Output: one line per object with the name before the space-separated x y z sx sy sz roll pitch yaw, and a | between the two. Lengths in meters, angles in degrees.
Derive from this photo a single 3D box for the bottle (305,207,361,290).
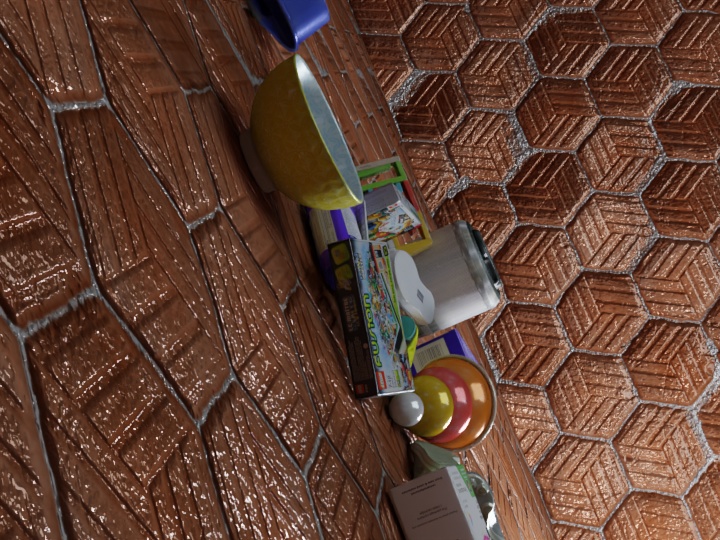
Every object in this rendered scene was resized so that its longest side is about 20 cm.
bottle | -0.038 -0.065 1.695 0.084 0.065 0.201 60 10 -49

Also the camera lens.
camera lens | 0.129 0.018 2.067 0.160 0.199 0.161 -23 90 -81

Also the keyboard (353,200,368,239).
keyboard | 0.000 0.000 1.697 0.056 0.011 0.201 132 -41 -53

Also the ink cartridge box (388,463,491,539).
ink cartridge box | 0.117 0.348 1.496 0.145 0.084 0.201 32 36 -76

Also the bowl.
bowl | -0.085 -0.154 1.495 0.200 0.107 0.201 -23 90 -82

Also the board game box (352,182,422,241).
board game box | 0.016 -0.075 1.859 0.200 0.126 0.035 32 34 -75

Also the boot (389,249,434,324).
boot | 0.044 0.031 1.891 0.200 0.095 0.074 57 38 -55

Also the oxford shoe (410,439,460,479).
oxford shoe | 0.103 0.280 1.709 0.200 0.075 0.058 -102 -151 -87

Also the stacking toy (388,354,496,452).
stacking toy | 0.098 0.193 1.763 0.200 0.146 0.147 10 55 -60

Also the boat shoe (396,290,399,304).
boat shoe | 0.022 0.067 1.724 0.200 0.066 0.075 -90 -175 -72

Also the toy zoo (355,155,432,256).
toy zoo | 0.035 -0.086 2.008 0.020 0.130 0.201 107 -36 -65

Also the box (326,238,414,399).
box | 0.014 0.062 1.563 0.110 0.035 0.201 3 75 -63

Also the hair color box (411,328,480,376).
hair color box | 0.145 0.179 2.045 0.200 0.109 0.065 54 13 -57

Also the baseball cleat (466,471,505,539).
baseball cleat | 0.180 0.381 1.917 0.107 0.069 0.201 -112 -176 -62

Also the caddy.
caddy | -0.140 -0.458 1.999 0.201 0.105 0.141 62 -13 -26

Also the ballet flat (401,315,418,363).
ballet flat | 0.050 0.127 1.794 0.200 0.066 0.068 -71 158 -74
